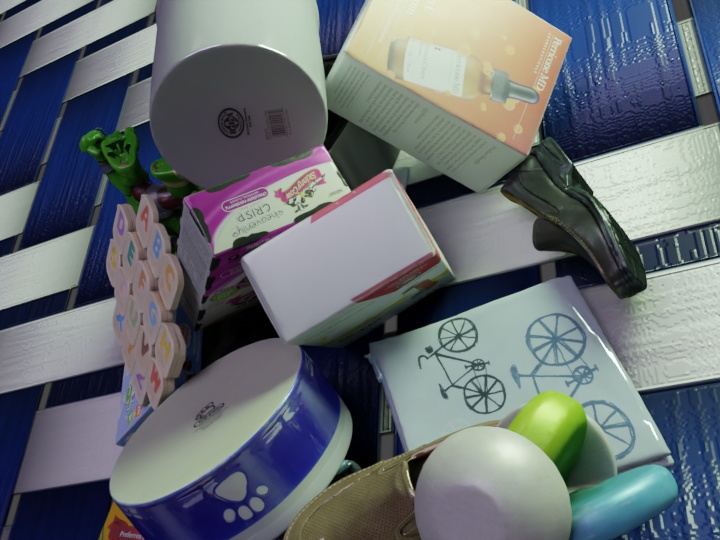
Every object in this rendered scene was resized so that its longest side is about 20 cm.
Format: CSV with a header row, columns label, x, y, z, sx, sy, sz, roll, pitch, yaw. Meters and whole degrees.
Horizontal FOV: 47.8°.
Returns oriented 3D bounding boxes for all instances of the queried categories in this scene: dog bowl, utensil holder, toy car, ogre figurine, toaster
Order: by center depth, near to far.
label,x,y,z,sx,sy,sz,roll,pitch,yaw
toy car,0.110,0.174,0.457,0.149,0.175,0.201,19,97,28
dog bowl,-0.110,0.150,0.691,0.199,0.079,0.200,-29,20,12
utensil holder,-0.118,-0.194,0.780,0.169,0.170,0.201,-26,41,16
ogre figurine,-0.205,-0.080,0.864,0.199,0.120,0.098,5,52,14
toaster,-0.053,-0.152,0.918,0.199,0.119,0.181,2,54,34

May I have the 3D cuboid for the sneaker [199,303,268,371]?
label,x,y,z,sx,sy,sz,roll,pitch,yaw
sneaker,-0.138,0.079,0.874,0.082,0.073,0.201,-18,57,52

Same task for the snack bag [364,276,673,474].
label,x,y,z,sx,sy,sz,roll,pitch,yaw
snack bag,0.120,0.107,0.665,0.199,0.021,0.189,-19,51,-1

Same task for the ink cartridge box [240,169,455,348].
label,x,y,z,sx,sy,sz,roll,pitch,yaw
ink cartridge box,0.000,0.000,0.733,0.145,0.200,0.084,-32,79,6

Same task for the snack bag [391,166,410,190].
label,x,y,z,sx,sy,sz,roll,pitch,yaw
snack bag,-0.044,-0.040,0.922,0.188,0.021,0.201,4,62,36

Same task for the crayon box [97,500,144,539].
label,x,y,z,sx,sy,sz,roll,pitch,yaw
crayon box,-0.191,0.256,0.795,0.126,0.051,0.201,-1,59,34

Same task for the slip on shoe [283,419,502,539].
label,x,y,z,sx,sy,sz,roll,pitch,yaw
slip on shoe,0.034,0.163,0.581,0.199,0.061,0.076,-19,52,1

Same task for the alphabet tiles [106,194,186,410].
label,x,y,z,sx,sy,sz,roll,pitch,yaw
alphabet tiles,-0.218,0.033,0.807,0.200,0.015,0.196,60,139,33

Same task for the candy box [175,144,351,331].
label,x,y,z,sx,sy,sz,roll,pitch,yaw
candy box,-0.098,-0.023,0.754,0.136,0.200,0.061,-25,78,-23

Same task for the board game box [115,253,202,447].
label,x,y,z,sx,sy,sz,roll,pitch,yaw
board game box,-0.221,0.077,0.909,0.151,0.036,0.201,-43,40,39

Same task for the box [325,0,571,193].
label,x,y,z,sx,sy,sz,roll,pitch,yaw
box,0.083,-0.201,0.814,0.153,0.199,0.106,-67,10,-21

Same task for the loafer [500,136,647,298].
label,x,y,z,sx,sy,sz,roll,pitch,yaw
loafer,0.191,-0.038,0.737,0.072,0.073,0.200,-37,37,16

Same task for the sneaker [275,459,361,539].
label,x,y,z,sx,sy,sz,roll,pitch,yaw
sneaker,-0.035,0.199,0.694,0.096,0.079,0.200,-44,26,-5
